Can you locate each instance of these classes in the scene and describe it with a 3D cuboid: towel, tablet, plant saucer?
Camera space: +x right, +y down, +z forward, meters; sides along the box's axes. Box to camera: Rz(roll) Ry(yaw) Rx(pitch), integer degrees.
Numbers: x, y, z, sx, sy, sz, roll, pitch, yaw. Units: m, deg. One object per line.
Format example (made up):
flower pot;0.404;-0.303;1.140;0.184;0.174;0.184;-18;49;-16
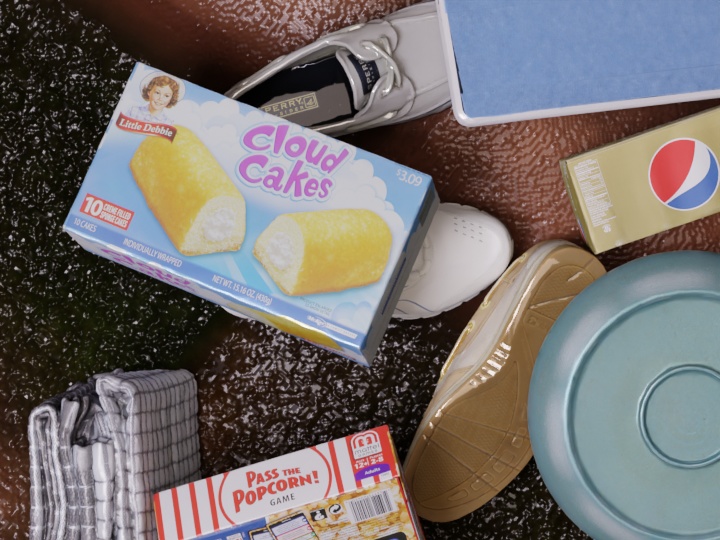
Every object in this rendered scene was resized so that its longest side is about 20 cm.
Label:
towel;-0.157;0.162;1.481;0.085;0.166;0.202;-3;92;10
tablet;0.148;-0.164;1.507;0.198;0.014;0.131;-7;80;-9
plant saucer;0.203;0.089;1.470;0.199;0.027;0.202;0;96;1

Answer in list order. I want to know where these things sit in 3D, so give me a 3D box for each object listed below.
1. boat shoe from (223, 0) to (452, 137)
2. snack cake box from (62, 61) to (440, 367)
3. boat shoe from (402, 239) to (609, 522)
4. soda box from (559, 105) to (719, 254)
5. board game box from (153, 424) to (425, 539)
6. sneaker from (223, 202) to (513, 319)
boat shoe;0.000;-0.125;1.511;0.199;0.066;0.072;-15;92;2
snack cake box;-0.064;-0.035;1.439;0.199;0.067;0.116;21;81;10
boat shoe;0.089;0.068;1.517;0.073;0.069;0.201;32;98;-16
soda box;0.229;-0.072;1.507;0.199;0.068;0.064;-18;92;2
board game box;-0.029;0.197;1.478;0.150;0.046;0.201;-16;133;1
sneaker;0.000;0.000;1.507;0.198;0.087;0.075;-9;90;1
